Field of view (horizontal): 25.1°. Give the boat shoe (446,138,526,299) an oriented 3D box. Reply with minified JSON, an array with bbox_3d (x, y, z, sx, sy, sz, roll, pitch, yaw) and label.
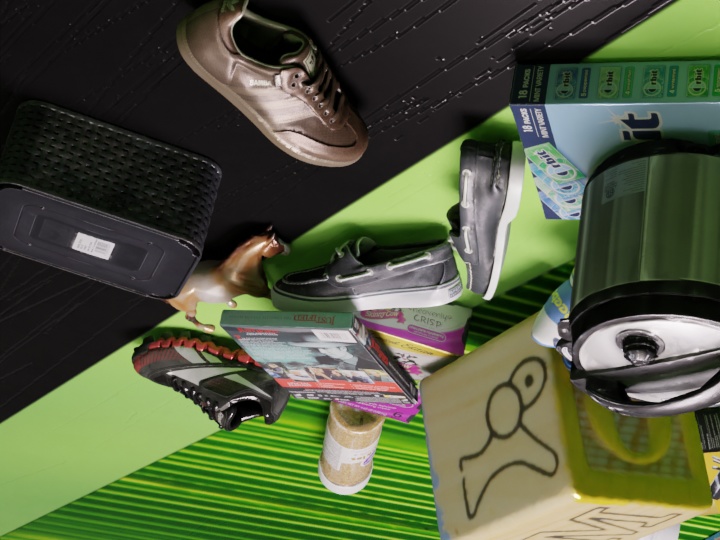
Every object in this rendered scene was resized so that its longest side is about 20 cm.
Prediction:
[{"bbox_3d":[0.106,-0.048,1.440,0.060,0.076,0.201,9,140,2],"label":"boat shoe"}]

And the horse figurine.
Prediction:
[{"bbox_3d":[-0.142,0.016,1.667,0.199,0.050,0.132,-8,151,28],"label":"horse figurine"}]

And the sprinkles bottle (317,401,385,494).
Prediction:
[{"bbox_3d":[-0.012,0.202,1.933,0.068,0.069,0.200,11,151,0],"label":"sprinkles bottle"}]

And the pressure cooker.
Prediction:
[{"bbox_3d":[0.249,0.020,1.276,0.177,0.201,0.176,11,152,-2],"label":"pressure cooker"}]

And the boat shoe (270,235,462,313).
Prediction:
[{"bbox_3d":[0.000,0.000,1.570,0.199,0.072,0.068,-3,113,27],"label":"boat shoe"}]

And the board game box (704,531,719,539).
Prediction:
[{"bbox_3d":[0.518,0.378,2.074,0.150,0.047,0.200,17,151,-10],"label":"board game box"}]

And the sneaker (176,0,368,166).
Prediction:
[{"bbox_3d":[-0.055,-0.151,1.312,0.199,0.071,0.075,31,145,-33],"label":"sneaker"}]

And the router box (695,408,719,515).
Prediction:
[{"bbox_3d":[0.372,0.216,1.791,0.156,0.053,0.200,-5,151,-4],"label":"router box"}]

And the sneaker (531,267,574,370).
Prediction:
[{"bbox_3d":[0.236,0.071,1.511,0.082,0.074,0.200,-45,125,14],"label":"sneaker"}]

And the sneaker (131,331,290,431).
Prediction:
[{"bbox_3d":[-0.169,0.128,1.829,0.199,0.098,0.071,8,154,9],"label":"sneaker"}]

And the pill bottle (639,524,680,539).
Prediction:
[{"bbox_3d":[0.272,0.287,1.927,0.199,0.120,0.120,18,151,-12],"label":"pill bottle"}]

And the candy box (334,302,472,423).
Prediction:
[{"bbox_3d":[0.022,0.087,1.720,0.135,0.061,0.200,17,151,-8],"label":"candy box"}]

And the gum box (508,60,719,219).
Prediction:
[{"bbox_3d":[0.235,-0.103,1.316,0.199,0.045,0.170,0,150,19],"label":"gum box"}]

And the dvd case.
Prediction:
[{"bbox_3d":[-0.038,0.090,1.645,0.145,0.022,0.200,1,156,23],"label":"dvd case"}]

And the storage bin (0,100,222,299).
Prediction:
[{"bbox_3d":[-0.244,-0.062,1.519,0.199,0.094,0.135,19,151,-12],"label":"storage bin"}]

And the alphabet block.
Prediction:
[{"bbox_3d":[0.200,0.171,1.610,0.195,0.197,0.200,9,153,-36],"label":"alphabet block"}]
